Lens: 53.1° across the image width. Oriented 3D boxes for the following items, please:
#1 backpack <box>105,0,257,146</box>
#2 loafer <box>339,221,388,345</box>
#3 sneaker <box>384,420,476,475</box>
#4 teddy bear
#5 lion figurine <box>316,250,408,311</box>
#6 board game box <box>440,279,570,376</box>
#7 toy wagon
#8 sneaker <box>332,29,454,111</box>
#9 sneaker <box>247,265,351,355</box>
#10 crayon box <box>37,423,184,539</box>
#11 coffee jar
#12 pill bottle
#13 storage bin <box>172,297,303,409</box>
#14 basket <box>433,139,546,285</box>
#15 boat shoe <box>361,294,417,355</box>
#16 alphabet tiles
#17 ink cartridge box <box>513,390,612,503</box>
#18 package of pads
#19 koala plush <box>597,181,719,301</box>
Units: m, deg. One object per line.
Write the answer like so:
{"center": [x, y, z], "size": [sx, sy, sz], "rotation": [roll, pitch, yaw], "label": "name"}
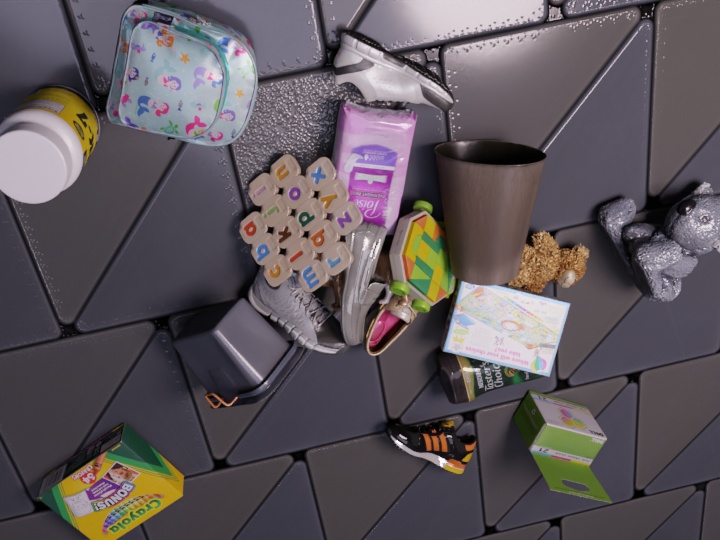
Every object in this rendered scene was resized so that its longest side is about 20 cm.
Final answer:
{"center": [-0.241, -0.265, 1.001], "size": [0.197, 0.151, 0.180], "rotation": [12, 113, -21], "label": "backpack"}
{"center": [0.006, 0.024, 1.133], "size": [0.068, 0.070, 0.203], "rotation": [7, 110, 8], "label": "loafer"}
{"center": [0.140, 0.324, 1.415], "size": [0.198, 0.070, 0.091], "rotation": [29, 94, -22], "label": "sneaker"}
{"center": [0.306, -0.006, 1.268], "size": [0.197, 0.067, 0.146], "rotation": [22, 113, -18], "label": "teddy bear"}
{"center": [0.000, 0.000, 1.204], "size": [0.196, 0.072, 0.125], "rotation": [-5, 95, -4], "label": "lion figurine"}
{"center": [0.252, 0.096, 1.260], "size": [0.197, 0.034, 0.137], "rotation": [14, 99, -5], "label": "board game box"}
{"center": [0.115, -0.012, 1.194], "size": [0.199, 0.039, 0.157], "rotation": [38, 63, -45], "label": "toy wagon"}
{"center": [0.048, -0.283, 1.085], "size": [0.197, 0.074, 0.081], "rotation": [24, 114, -11], "label": "sneaker"}
{"center": [-0.091, 0.049, 1.174], "size": [0.198, 0.075, 0.117], "rotation": [29, 127, 8], "label": "sneaker"}
{"center": [-0.462, 0.405, 1.347], "size": [0.198, 0.058, 0.173], "rotation": [-33, 117, 8], "label": "crayon box"}
{"center": [0.242, 0.173, 1.337], "size": [0.197, 0.086, 0.106], "rotation": [-18, 118, 0], "label": "coffee jar"}
{"center": [-0.426, -0.172, 0.978], "size": [0.112, 0.201, 0.116], "rotation": [-4, 118, -7], "label": "pill bottle"}
{"center": [-0.218, 0.136, 1.179], "size": [0.199, 0.146, 0.135], "rotation": [-18, 116, 49], "label": "storage bin"}
{"center": [0.200, -0.091, 1.149], "size": [0.178, 0.136, 0.203], "rotation": [14, 118, 30], "label": "basket"}
{"center": [0.070, 0.069, 1.263], "size": [0.073, 0.069, 0.201], "rotation": [28, 109, -21], "label": "boat shoe"}
{"center": [-0.095, -0.074, 1.119], "size": [0.195, 0.015, 0.202], "rotation": [-35, 80, 21], "label": "alphabet tiles"}
{"center": [0.400, 0.336, 1.383], "size": [0.146, 0.201, 0.077], "rotation": [17, 113, -18], "label": "ink cartridge box"}
{"center": [0.012, -0.161, 1.133], "size": [0.118, 0.076, 0.203], "rotation": [6, 116, -10], "label": "package of pads"}
{"center": [0.547, -0.059, 1.236], "size": [0.199, 0.178, 0.184], "rotation": [-35, 129, 8], "label": "koala plush"}
